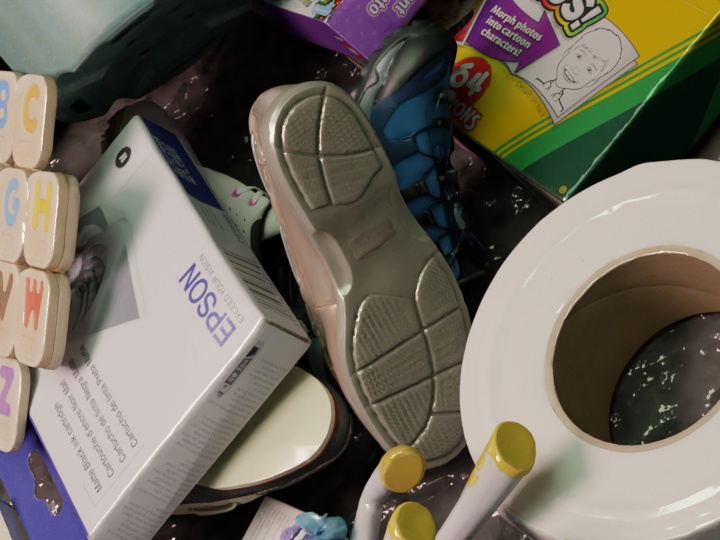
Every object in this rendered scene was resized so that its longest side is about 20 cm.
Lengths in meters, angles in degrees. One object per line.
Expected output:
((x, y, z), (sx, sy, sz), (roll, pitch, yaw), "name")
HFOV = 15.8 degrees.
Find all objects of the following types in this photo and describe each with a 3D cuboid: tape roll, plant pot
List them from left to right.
((-0.160, -0.200, 1.407), (0.200, 0.200, 0.196), (-38, 81, 9), "plant pot")
((0.148, 0.051, 1.221), (0.202, 0.071, 0.203), (-16, 57, 25), "tape roll")

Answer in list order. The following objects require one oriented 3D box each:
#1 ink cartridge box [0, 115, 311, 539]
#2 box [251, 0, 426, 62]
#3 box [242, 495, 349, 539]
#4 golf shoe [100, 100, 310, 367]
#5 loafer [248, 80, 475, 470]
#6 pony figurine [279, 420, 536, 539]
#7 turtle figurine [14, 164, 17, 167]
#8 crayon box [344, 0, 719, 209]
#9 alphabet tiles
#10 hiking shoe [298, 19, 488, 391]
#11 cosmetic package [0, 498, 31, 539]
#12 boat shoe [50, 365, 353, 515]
((-0.131, 0.049, 1.328), (0.200, 0.041, 0.200), (-52, 40, 14), "ink cartridge box")
((0.008, -0.186, 1.417), (0.137, 0.039, 0.200), (-52, 20, -2), "box")
((-0.071, 0.212, 1.294), (0.041, 0.039, 0.200), (18, 75, 38), "box")
((-0.077, -0.019, 1.416), (0.092, 0.073, 0.200), (-31, 60, 10), "golf shoe")
((0.000, 0.000, 1.264), (0.072, 0.201, 0.063), (-26, 15, -18), "loafer")
((0.004, 0.183, 1.182), (0.193, 0.166, 0.200), (-80, 18, -44), "pony figurine")
((-0.169, -0.150, 1.556), (0.200, 0.064, 0.161), (-55, 40, 6), "turtle figurine")
((0.110, -0.132, 1.359), (0.173, 0.058, 0.200), (-51, 47, -1), "crayon box")
((-0.198, -0.008, 1.372), (0.200, 0.015, 0.196), (12, 96, 60), "alphabet tiles")
((0.033, -0.026, 1.318), (0.086, 0.074, 0.201), (19, 109, 26), "hiking shoe")
((-0.231, 0.226, 1.372), (0.200, 0.073, 0.104), (-41, 49, 8), "cosmetic package")
((-0.073, 0.092, 1.324), (0.200, 0.062, 0.071), (-14, 56, 42), "boat shoe")
